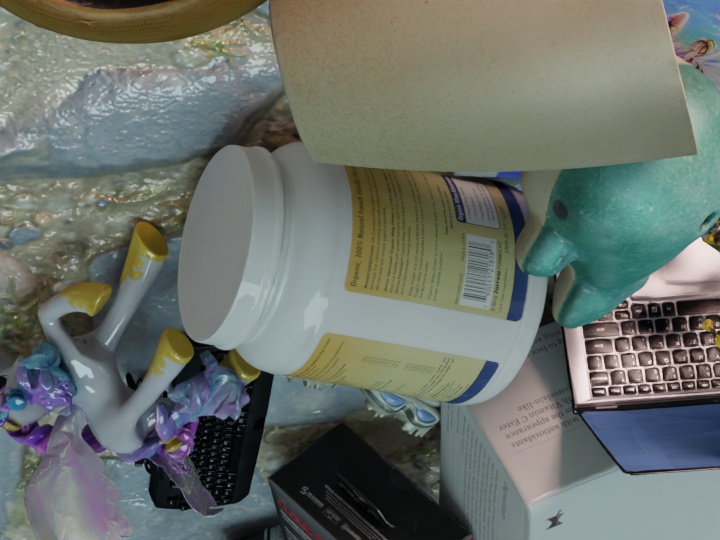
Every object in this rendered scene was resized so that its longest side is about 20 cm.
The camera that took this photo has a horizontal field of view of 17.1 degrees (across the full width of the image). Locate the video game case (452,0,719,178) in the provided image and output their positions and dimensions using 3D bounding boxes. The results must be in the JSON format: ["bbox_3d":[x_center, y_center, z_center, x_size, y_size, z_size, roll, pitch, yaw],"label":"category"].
[{"bbox_3d":[0.168,-0.126,1.445,0.199,0.046,0.182,2,141,-15],"label":"video game case"}]

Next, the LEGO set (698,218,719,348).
[{"bbox_3d":[0.258,-0.013,1.419,0.153,0.201,0.116,-28,142,29],"label":"LEGO set"}]

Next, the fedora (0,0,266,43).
[{"bbox_3d":[-0.119,-0.205,1.254,0.199,0.082,0.201,-4,143,-3],"label":"fedora"}]

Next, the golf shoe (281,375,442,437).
[{"bbox_3d":[-0.002,0.034,1.604,0.200,0.078,0.097,23,115,-42],"label":"golf shoe"}]

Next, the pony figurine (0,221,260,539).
[{"bbox_3d":[-0.160,0.094,1.568,0.200,0.166,0.193,-39,89,34],"label":"pony figurine"}]

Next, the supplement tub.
[{"bbox_3d":[0.000,0.000,1.486,0.199,0.145,0.145,11,137,-24],"label":"supplement tub"}]

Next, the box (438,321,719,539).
[{"bbox_3d":[0.169,0.133,1.659,0.198,0.131,0.200,-20,144,-15],"label":"box"}]

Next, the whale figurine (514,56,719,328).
[{"bbox_3d":[0.162,-0.034,1.410,0.159,0.104,0.200,-35,149,-27],"label":"whale figurine"}]

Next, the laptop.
[{"bbox_3d":[0.232,0.042,1.523,0.186,0.201,0.116,-3,160,-8],"label":"laptop"}]

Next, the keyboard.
[{"bbox_3d":[-0.116,0.119,1.695,0.104,0.040,0.200,-2,140,-11],"label":"keyboard"}]

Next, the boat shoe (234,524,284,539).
[{"bbox_3d":[-0.072,0.269,1.879,0.071,0.072,0.201,-3,131,5],"label":"boat shoe"}]

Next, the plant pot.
[{"bbox_3d":[0.059,-0.128,1.269,0.199,0.188,0.188,-14,142,8],"label":"plant pot"}]

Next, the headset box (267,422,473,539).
[{"bbox_3d":[0.016,0.218,1.734,0.077,0.149,0.200,-35,141,-21],"label":"headset box"}]
